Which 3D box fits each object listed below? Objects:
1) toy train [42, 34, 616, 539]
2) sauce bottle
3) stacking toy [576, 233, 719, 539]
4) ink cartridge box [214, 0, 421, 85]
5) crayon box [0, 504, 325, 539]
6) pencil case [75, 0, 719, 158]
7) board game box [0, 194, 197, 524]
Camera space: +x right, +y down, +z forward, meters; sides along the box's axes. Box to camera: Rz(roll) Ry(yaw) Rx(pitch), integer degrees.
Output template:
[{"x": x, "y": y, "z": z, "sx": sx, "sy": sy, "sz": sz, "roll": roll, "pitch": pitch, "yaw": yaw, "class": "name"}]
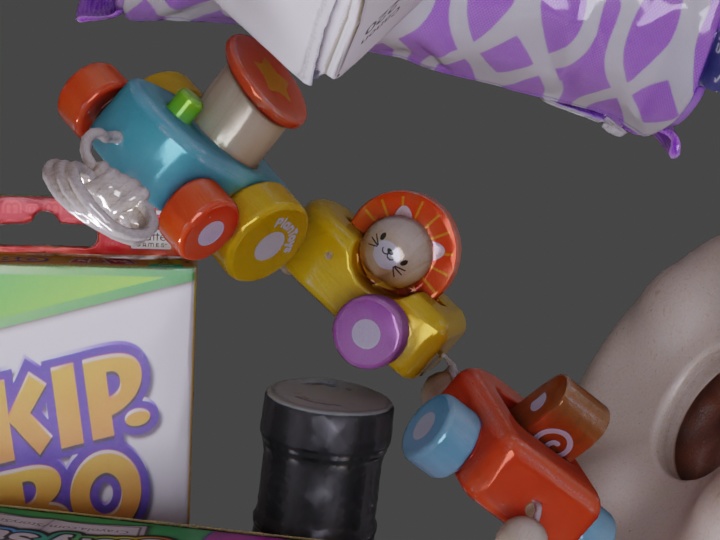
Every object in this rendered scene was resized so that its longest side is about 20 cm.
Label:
[{"x": 0.000, "y": 0.000, "z": 0.712, "sx": 0.200, "sy": 0.150, "sz": 0.056, "roll": 38, "pitch": 101, "yaw": -19, "class": "toy train"}, {"x": -0.022, "y": 0.136, "z": 0.755, "sx": 0.064, "sy": 0.065, "sz": 0.202, "roll": 4, "pitch": 102, "yaw": -6, "class": "sauce bottle"}, {"x": 0.170, "y": 0.089, "z": 0.776, "sx": 0.200, "sy": 0.146, "sz": 0.147, "roll": 36, "pitch": 94, "yaw": -26, "class": "stacking toy"}, {"x": -0.031, "y": -0.173, "z": 0.674, "sx": 0.200, "sy": 0.085, "sz": 0.146, "roll": 43, "pitch": 67, "yaw": 7, "class": "ink cartridge box"}, {"x": -0.099, "y": 0.161, "z": 0.715, "sx": 0.198, "sy": 0.058, "sz": 0.174, "roll": 5, "pitch": 99, "yaw": 11, "class": "crayon box"}, {"x": 0.019, "y": -0.097, "z": 0.746, "sx": 0.198, "sy": 0.084, "sz": 0.086, "roll": 14, "pitch": 120, "yaw": -6, "class": "pencil case"}, {"x": -0.101, "y": 0.077, "z": 0.758, "sx": 0.095, "sy": 0.030, "sz": 0.202, "roll": 1, "pitch": 97, "yaw": -7, "class": "board game box"}]
